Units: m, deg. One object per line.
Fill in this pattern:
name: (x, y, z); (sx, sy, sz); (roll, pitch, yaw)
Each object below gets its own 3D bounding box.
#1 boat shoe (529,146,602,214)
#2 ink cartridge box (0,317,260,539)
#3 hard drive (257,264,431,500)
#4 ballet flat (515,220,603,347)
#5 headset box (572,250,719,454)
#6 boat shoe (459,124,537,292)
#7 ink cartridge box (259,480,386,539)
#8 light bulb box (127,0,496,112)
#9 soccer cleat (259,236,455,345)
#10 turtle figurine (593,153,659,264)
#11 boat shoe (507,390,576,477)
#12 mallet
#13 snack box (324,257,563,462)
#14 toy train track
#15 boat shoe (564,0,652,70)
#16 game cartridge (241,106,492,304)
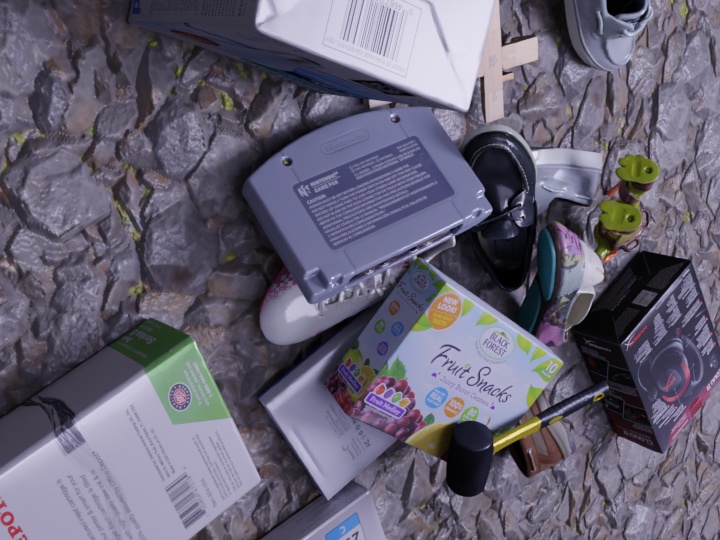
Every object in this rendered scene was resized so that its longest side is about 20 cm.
boat shoe: (0.176, -0.088, 0.984); (0.198, 0.069, 0.073); (-3, 99, -39)
ink cartridge box: (-0.196, 0.156, 0.744); (0.199, 0.083, 0.147); (-35, 118, -27)
hard drive: (0.014, 0.103, 0.909); (0.199, 0.025, 0.133); (-39, 123, -15)
ballet flat: (0.204, 0.015, 0.975); (0.070, 0.070, 0.201); (-3, 146, -3)
headset box: (0.351, 0.104, 1.156); (0.149, 0.075, 0.202); (-43, 122, -21)
boat shoe: (0.132, -0.050, 0.915); (0.201, 0.073, 0.067); (79, 9, -54)
ink cartridge box: (-0.053, 0.325, 0.917); (0.198, 0.044, 0.179); (-30, 115, -29)
light bulb box: (-0.035, -0.209, 0.714); (0.196, 0.199, 0.127); (13, 94, -38)
soccer cleat: (0.000, 0.000, 0.858); (0.199, 0.086, 0.071); (-37, 121, -25)
turtle figurine: (0.265, -0.045, 1.017); (0.201, 0.064, 0.161); (-52, 168, -8)
boat shoe: (0.153, 0.140, 1.014); (0.071, 0.076, 0.201); (-39, 110, -7)
mallet: (0.162, 0.140, 0.915); (0.198, 0.041, 0.067); (-27, 135, -24)
snack box: (0.081, 0.094, 0.888); (0.199, 0.053, 0.143); (31, 98, -42)
toy train track: (0.083, -0.191, 0.918); (0.197, 0.032, 0.117); (-20, 119, -26)
boat shoe: (0.250, -0.264, 0.967); (0.070, 0.071, 0.201); (-49, 142, -8)
game cartridge: (0.004, -0.067, 0.832); (0.198, 0.041, 0.134); (-25, 77, -28)
